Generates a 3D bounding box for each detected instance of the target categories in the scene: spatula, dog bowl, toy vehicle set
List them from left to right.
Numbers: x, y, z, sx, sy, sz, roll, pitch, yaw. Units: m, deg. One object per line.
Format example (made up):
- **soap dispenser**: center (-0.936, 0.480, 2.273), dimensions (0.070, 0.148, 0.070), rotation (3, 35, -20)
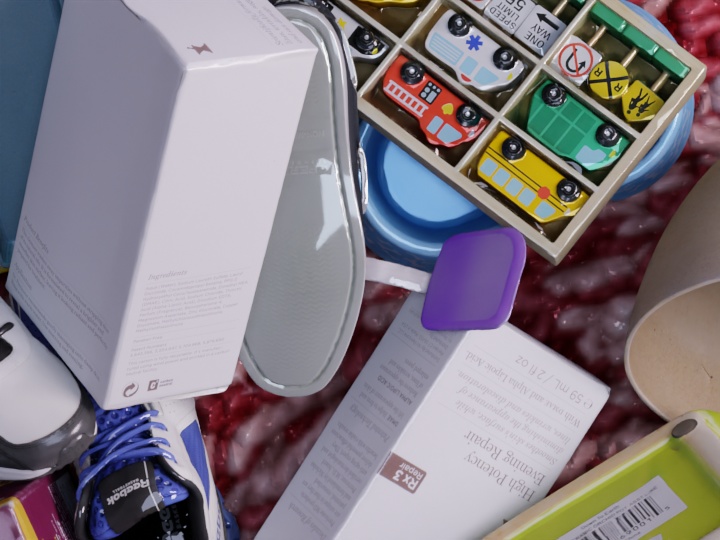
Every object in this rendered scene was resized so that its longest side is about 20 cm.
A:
- **spatula**: center (0.000, 0.000, 1.397), dimensions (0.199, 0.021, 0.057), rotation (5, 67, 33)
- **toy vehicle set**: center (0.060, -0.111, 1.388), dimensions (0.200, 0.027, 0.124), rotation (37, 86, 11)
- **dog bowl**: center (0.081, -0.072, 1.427), dimensions (0.199, 0.050, 0.112), rotation (-23, 91, 1)

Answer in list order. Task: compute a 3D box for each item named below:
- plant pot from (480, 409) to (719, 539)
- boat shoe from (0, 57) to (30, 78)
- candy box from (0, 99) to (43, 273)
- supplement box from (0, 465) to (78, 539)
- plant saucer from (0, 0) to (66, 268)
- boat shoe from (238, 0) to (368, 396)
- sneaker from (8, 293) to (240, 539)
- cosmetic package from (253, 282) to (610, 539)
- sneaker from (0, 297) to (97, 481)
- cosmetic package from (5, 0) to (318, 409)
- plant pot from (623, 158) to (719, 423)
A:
- **plant pot**: center (0.164, 0.193, 1.337), dimensions (0.199, 0.199, 0.182), rotation (-32, 111, -1)
- **boat shoe**: center (-0.162, -0.129, 1.402), dimensions (0.199, 0.071, 0.064), rotation (-16, 83, -26)
- **candy box**: center (-0.138, -0.059, 1.413), dimensions (0.199, 0.102, 0.026), rotation (-18, 47, 1)
- **supplement box**: center (-0.197, 0.172, 1.363), dimensions (0.130, 0.200, 0.104), rotation (-24, 91, 1)
- **plant saucer**: center (-0.168, -0.086, 1.348), dimensions (0.070, 0.019, 0.201), rotation (-17, 133, -6)
- **boat shoe**: center (-0.029, -0.039, 1.368), dimensions (0.075, 0.060, 0.201), rotation (7, 106, 6)
- **sneaker**: center (-0.116, 0.088, 1.400), dimensions (0.080, 0.115, 0.200), rotation (-22, 88, 0)
- **cosmetic package**: center (0.028, 0.115, 1.406), dimensions (0.101, 0.074, 0.201), rotation (30, 92, -30)
- **sneaker**: center (-0.209, 0.029, 1.360), dimensions (0.200, 0.080, 0.074), rotation (36, 61, 27)
- **cosmetic package**: center (-0.100, -0.047, 1.323), dimensions (0.081, 0.113, 0.201), rotation (-8, 131, -36)
- **plant pot**: center (0.239, -0.004, 1.375), dimensions (0.199, 0.201, 0.135), rotation (11, 59, 0)
